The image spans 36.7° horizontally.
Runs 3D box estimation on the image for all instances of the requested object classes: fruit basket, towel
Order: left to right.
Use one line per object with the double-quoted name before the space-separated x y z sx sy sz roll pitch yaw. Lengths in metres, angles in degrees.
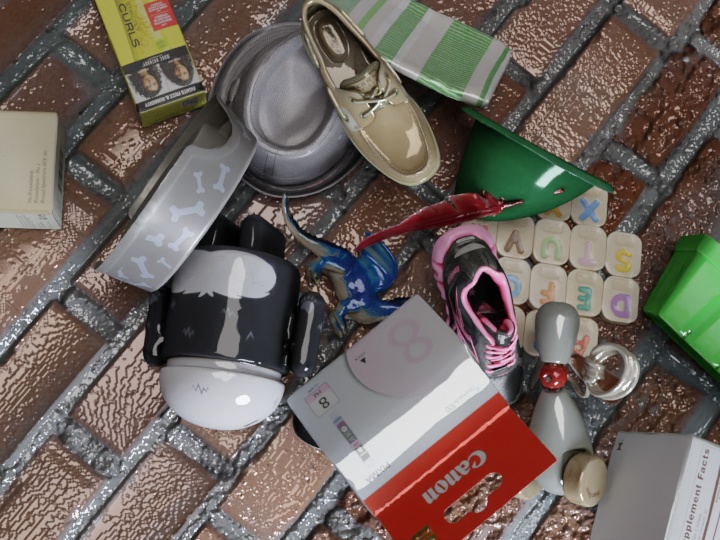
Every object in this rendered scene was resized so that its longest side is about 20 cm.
"towel" 0.056 -0.242 1.118 0.199 0.023 0.153 28 37 -1
"fruit basket" 0.417 0.024 1.102 0.214 0.156 0.217 0 91 5

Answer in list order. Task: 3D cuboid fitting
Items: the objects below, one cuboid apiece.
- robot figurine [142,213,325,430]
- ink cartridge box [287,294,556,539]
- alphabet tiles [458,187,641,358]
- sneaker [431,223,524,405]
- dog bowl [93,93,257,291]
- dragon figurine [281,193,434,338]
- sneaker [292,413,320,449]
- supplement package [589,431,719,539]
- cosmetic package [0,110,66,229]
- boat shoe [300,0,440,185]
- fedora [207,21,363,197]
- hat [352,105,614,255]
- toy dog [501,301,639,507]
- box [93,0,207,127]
"robot figurine" -0.122 0.050 1.028 0.124 0.150 0.201 15 75 -30
"ink cartridge box" 0.051 0.140 0.976 0.162 0.057 0.200 -38 51 -5
"alphabet tiles" 0.197 -0.006 1.136 0.199 0.015 0.197 9 77 -6
"sneaker" 0.122 0.059 1.039 0.079 0.095 0.201 -22 118 -8
"dog bowl" -0.169 -0.067 1.012 0.059 0.200 0.201 35 76 -14
"dragon figurine" 0.000 0.000 1.085 0.099 0.059 0.201 -29 84 -12
"sneaker" 0.036 0.141 1.045 0.199 0.090 0.070 3 78 -7
"supplement package" 0.342 0.239 1.031 0.199 0.117 0.118 23 77 -17
"cosmetic package" -0.391 -0.099 1.046 0.199 0.073 0.104 1 79 -9
"boat shoe" 0.005 -0.168 1.017 0.072 0.065 0.200 -32 85 4
"fedora" -0.064 -0.177 1.096 0.176 0.090 0.201 28 76 -2
"hat" 0.127 -0.055 1.099 0.199 0.166 0.177 29 100 1
"toy dog" 0.208 0.137 1.064 0.132 0.096 0.201 29 108 36
"box" -0.226 -0.253 1.111 0.075 0.050 0.201 -20 81 -10
